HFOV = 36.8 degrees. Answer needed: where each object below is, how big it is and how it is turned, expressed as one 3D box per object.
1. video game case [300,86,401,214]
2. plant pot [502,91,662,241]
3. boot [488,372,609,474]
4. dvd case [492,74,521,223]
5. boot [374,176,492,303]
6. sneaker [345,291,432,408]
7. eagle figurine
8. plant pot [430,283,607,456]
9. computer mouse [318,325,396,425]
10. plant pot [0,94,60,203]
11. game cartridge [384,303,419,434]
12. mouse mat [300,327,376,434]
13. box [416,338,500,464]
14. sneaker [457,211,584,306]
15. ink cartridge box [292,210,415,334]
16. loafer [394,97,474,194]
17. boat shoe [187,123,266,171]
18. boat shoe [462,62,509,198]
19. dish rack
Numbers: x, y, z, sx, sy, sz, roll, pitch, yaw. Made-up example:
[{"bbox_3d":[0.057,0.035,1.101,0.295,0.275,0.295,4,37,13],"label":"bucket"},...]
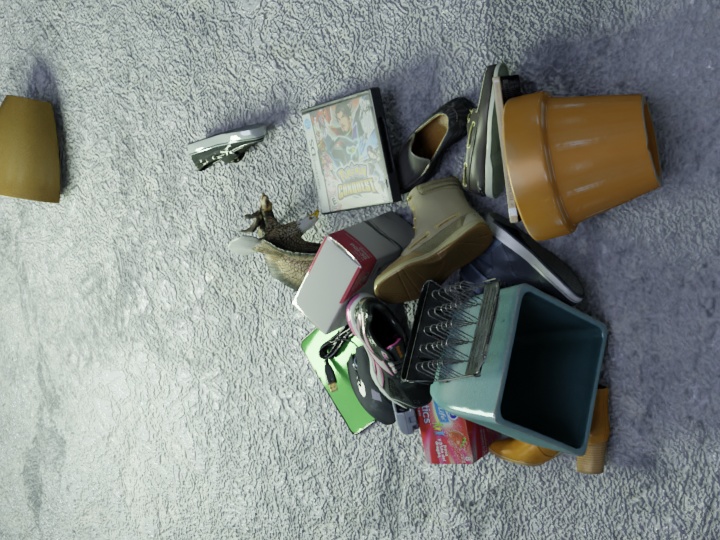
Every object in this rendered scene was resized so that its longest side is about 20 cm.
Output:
[{"bbox_3d":[-0.019,-0.193,1.787,0.198,0.025,0.184,-5,98,53],"label":"video game case"},{"bbox_3d":[0.310,-0.158,1.484,0.180,0.200,0.204,-12,95,23],"label":"plant pot"},{"bbox_3d":[0.290,0.227,1.668,0.198,0.070,0.147,3,97,33],"label":"boot"},{"bbox_3d":[0.222,-0.179,1.562,0.016,0.149,0.204,-6,98,19],"label":"dvd case"},{"bbox_3d":[0.092,-0.050,1.669,0.198,0.073,0.156,-35,42,9],"label":"boot"},{"bbox_3d":[0.047,0.128,1.645,0.201,0.080,0.086,54,166,-11],"label":"sneaker"},{"bbox_3d":[-0.112,-0.040,1.853,0.200,0.151,0.152,47,117,21],"label":"eagle figurine"},{"bbox_3d":[0.215,0.147,1.596,0.199,0.194,0.200,-5,66,53],"label":"plant pot"},{"bbox_3d":[-0.013,0.189,1.868,0.140,0.046,0.202,-41,65,37],"label":"computer mouse"},{"bbox_3d":[-0.703,-0.255,2.243,0.184,0.185,0.204,13,96,34],"label":"plant pot"},{"bbox_3d":[0.066,0.151,1.771,0.040,0.133,0.204,-9,100,14],"label":"game cartridge"},{"bbox_3d":[-0.015,0.173,1.918,0.161,0.007,0.202,-41,77,36],"label":"mouse mat"},{"bbox_3d":[0.149,0.200,1.740,0.094,0.099,0.204,-7,97,37],"label":"box"},{"bbox_3d":[0.234,0.028,1.637,0.202,0.076,0.148,42,112,33],"label":"sneaker"},{"bbox_3d":[0.000,0.000,1.741,0.083,0.199,0.148,39,122,19],"label":"ink cartridge box"},{"bbox_3d":[0.097,-0.193,1.699,0.073,0.072,0.201,50,126,14],"label":"loafer"},{"bbox_3d":[-0.236,-0.222,1.956,0.198,0.068,0.058,-7,105,44],"label":"boat shoe"},{"bbox_3d":[0.186,-0.211,1.627,0.060,0.071,0.205,13,111,30],"label":"boat shoe"},{"bbox_3d":[0.131,0.084,1.527,0.200,0.054,0.156,158,128,-68],"label":"dish rack"}]
